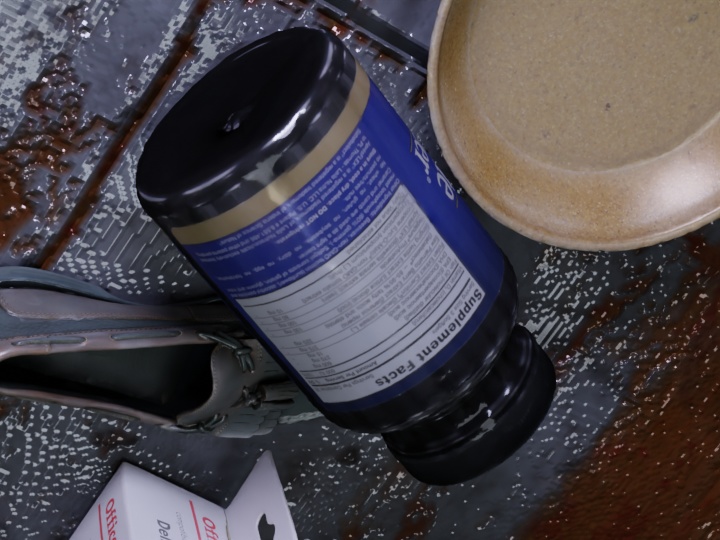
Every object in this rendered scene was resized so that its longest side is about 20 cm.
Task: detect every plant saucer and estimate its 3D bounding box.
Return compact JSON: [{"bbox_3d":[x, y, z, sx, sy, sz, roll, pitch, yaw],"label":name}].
[{"bbox_3d":[0.122,-0.105,0.885,0.199,0.035,0.201,-7,121,-12],"label":"plant saucer"}]

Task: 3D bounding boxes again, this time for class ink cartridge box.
[{"bbox_3d":[-0.113,0.177,0.940,0.067,0.117,0.200,28,108,-25],"label":"ink cartridge box"}]

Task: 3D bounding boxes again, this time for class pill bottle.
[{"bbox_3d":[0.000,0.000,0.865,0.112,0.112,0.200,-36,118,6],"label":"pill bottle"}]

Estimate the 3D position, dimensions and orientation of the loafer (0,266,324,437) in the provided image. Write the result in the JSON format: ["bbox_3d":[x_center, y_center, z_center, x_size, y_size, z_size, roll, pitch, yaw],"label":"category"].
[{"bbox_3d":[-0.090,0.049,0.905,0.199,0.063,0.072,10,116,-21],"label":"loafer"}]
